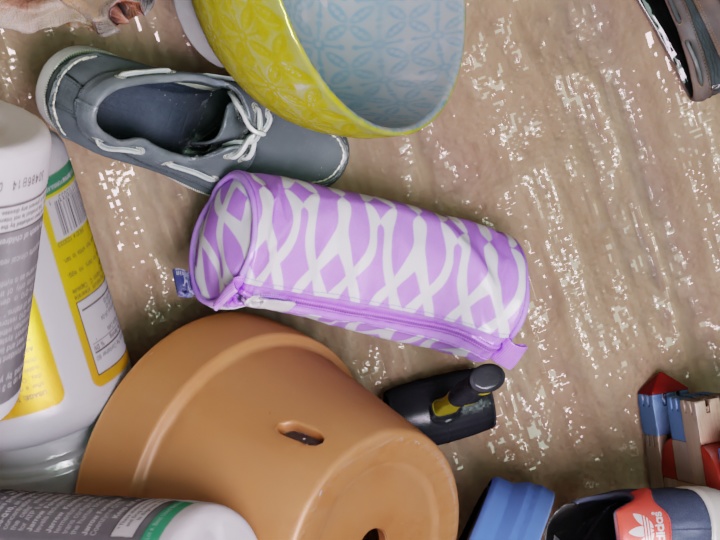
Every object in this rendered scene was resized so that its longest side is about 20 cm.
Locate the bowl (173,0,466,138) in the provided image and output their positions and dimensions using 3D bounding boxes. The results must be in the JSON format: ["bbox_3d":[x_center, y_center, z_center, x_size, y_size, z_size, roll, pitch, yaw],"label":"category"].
[{"bbox_3d":[-0.039,-0.161,1.415,0.108,0.200,0.200,-12,110,32],"label":"bowl"}]

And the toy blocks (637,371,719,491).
[{"bbox_3d":[0.220,0.129,1.522,0.100,0.200,0.137,-9,93,-13],"label":"toy blocks"}]

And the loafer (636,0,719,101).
[{"bbox_3d":[0.165,-0.181,1.495,0.063,0.072,0.200,-41,110,5],"label":"loafer"}]

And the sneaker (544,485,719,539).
[{"bbox_3d":[0.133,0.165,1.503,0.084,0.200,0.075,1,70,-25],"label":"sneaker"}]

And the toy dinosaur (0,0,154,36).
[{"bbox_3d":[-0.215,-0.182,1.401,0.136,0.086,0.200,-41,92,-12],"label":"toy dinosaur"}]

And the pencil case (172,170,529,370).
[{"bbox_3d":[0.000,0.000,1.468,0.200,0.086,0.084,10,130,-27],"label":"pencil case"}]

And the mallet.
[{"bbox_3d":[0.066,0.070,1.464,0.066,0.200,0.041,-13,83,-16],"label":"mallet"}]

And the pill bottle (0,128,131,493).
[{"bbox_3d":[-0.192,0.031,1.433,0.113,0.113,0.200,-18,106,-9],"label":"pill bottle"}]

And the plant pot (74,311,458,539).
[{"bbox_3d":[-0.040,0.135,1.435,0.200,0.140,0.200,-18,116,-44],"label":"plant pot"}]

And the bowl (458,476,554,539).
[{"bbox_3d":[0.055,0.212,1.494,0.039,0.201,0.201,24,96,3],"label":"bowl"}]

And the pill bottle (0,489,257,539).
[{"bbox_3d":[-0.159,0.171,1.342,0.200,0.113,0.113,1,106,27],"label":"pill bottle"}]

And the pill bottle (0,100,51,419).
[{"bbox_3d":[-0.224,0.016,1.314,0.114,0.114,0.200,4,110,-14],"label":"pill bottle"}]

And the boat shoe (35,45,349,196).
[{"bbox_3d":[-0.084,-0.076,1.442,0.200,0.062,0.073,15,98,-34],"label":"boat shoe"}]
